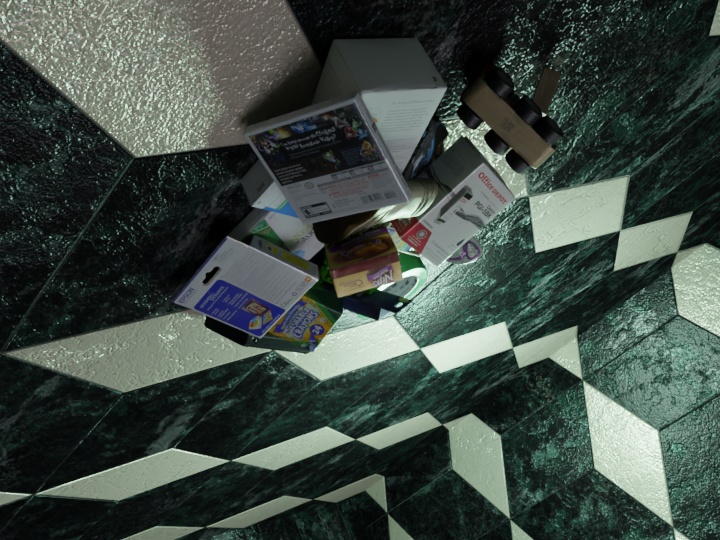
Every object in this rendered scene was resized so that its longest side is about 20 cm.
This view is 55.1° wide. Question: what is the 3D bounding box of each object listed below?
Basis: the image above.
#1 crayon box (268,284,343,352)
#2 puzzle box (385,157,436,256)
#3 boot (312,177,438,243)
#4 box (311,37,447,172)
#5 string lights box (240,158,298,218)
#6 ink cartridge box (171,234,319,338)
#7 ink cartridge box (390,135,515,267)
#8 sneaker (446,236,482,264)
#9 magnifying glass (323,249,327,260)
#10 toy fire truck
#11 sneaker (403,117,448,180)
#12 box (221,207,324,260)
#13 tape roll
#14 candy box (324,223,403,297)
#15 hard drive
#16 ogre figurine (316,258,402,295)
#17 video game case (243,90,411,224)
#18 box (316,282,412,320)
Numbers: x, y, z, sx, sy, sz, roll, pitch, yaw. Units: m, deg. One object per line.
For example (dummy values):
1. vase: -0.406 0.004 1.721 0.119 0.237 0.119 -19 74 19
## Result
1. crayon box: -0.148 0.071 1.379 0.197 0.052 0.126 27 124 -18
2. puzzle box: 0.122 -0.118 1.329 0.131 0.026 0.201 12 126 -40
3. boot: 0.022 -0.103 1.164 0.153 0.074 0.199 -14 174 -40
4. box: 0.013 -0.236 1.047 0.150 0.108 0.201 -11 150 -30
5. string lights box: -0.093 -0.142 1.166 0.102 0.060 0.198 -41 152 25
6. ink cartridge box: -0.210 0.024 1.265 0.198 0.048 0.197 28 125 -30
7. ink cartridge box: 0.164 -0.122 1.263 0.199 0.084 0.146 -42 139 15
8. sneaker: 0.171 -0.068 1.458 0.099 0.197 0.077 -20 121 -57
9. magnifying glass: -0.029 -0.019 1.501 0.079 0.023 0.201 -29 152 0
10. toy fire truck: 0.272 -0.293 1.192 0.129 0.175 0.201 -45 -168 32
11. sneaker: 0.083 -0.185 1.233 0.081 0.074 0.201 3 134 -50
12. box: -0.140 -0.067 1.280 0.144 0.037 0.198 -41 150 24
13. tape roll: 0.067 0.037 1.642 0.198 0.049 0.201 -28 159 -11
14. candy box: -0.002 -0.033 1.190 0.114 0.201 0.058 -15 113 -2
15. hard drive: -0.213 0.135 1.462 0.198 0.138 0.034 17 91 -52
16. ogre figurine: 0.000 0.000 1.420 0.198 0.100 0.119 -31 165 22
17. video game case: -0.047 -0.156 1.006 0.196 0.024 0.183 -8 132 31
18. box: 0.001 0.059 1.453 0.121 0.196 0.033 -25 129 -66
